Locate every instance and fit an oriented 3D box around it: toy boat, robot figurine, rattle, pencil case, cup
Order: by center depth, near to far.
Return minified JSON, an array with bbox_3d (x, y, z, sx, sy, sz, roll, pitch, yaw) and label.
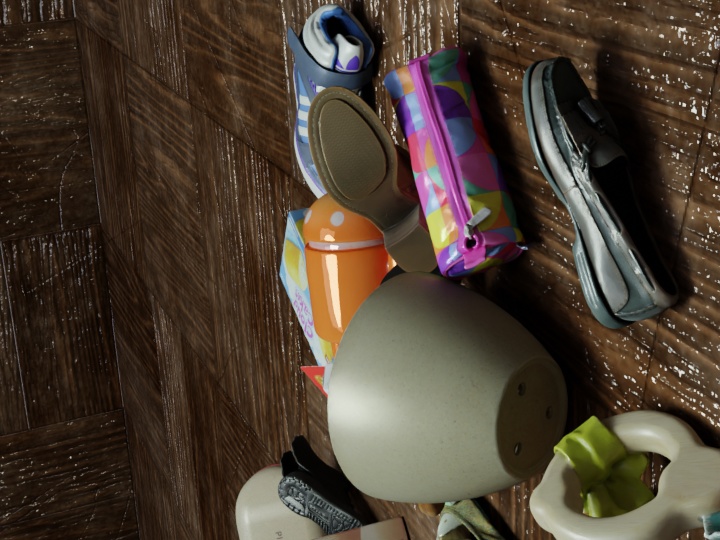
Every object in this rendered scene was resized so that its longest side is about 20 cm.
[{"bbox_3d":[0.226,0.185,0.881,0.198,0.130,0.145,2,115,42],"label":"rattle"},{"bbox_3d":[0.089,0.110,1.068,0.142,0.199,0.204,10,111,44],"label":"cup"},{"bbox_3d":[0.082,-0.092,1.098,0.088,0.087,0.203,128,127,-64],"label":"pencil case"},{"bbox_3d":[-0.001,0.000,1.317,0.144,0.115,0.203,-86,-10,-77],"label":"robot figurine"},{"bbox_3d":[-0.099,0.373,1.797,0.131,0.128,0.203,-4,-97,-81],"label":"toy boat"}]

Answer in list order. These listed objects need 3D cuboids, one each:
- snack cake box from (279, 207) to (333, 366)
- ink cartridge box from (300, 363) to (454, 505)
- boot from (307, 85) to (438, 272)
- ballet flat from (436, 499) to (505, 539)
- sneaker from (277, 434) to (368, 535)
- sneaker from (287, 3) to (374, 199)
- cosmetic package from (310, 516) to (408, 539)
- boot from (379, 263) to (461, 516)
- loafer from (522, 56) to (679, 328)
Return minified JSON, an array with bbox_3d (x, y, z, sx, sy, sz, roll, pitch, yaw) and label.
[{"bbox_3d":[-0.029,0.035,1.479,0.116,0.066,0.201,104,149,-47],"label":"snack cake box"},{"bbox_3d":[0.013,0.169,1.332,0.161,0.050,0.199,50,155,-14],"label":"ink cartridge box"},{"bbox_3d":[0.015,-0.105,1.172,0.200,0.076,0.156,50,-163,-23],"label":"boot"},{"bbox_3d":[0.111,0.275,1.229,0.200,0.070,0.072,-140,43,-60],"label":"ballet flat"},{"bbox_3d":[-0.034,0.299,1.628,0.199,0.104,0.060,39,108,13],"label":"sneaker"},{"bbox_3d":[-0.024,-0.180,1.336,0.147,0.079,0.203,125,136,-68],"label":"sneaker"},{"bbox_3d":[-0.039,0.364,1.481,0.087,0.197,0.105,130,125,-66],"label":"cosmetic package"},{"bbox_3d":[0.077,0.099,1.199,0.068,0.189,0.202,-5,128,33],"label":"boot"},{"bbox_3d":[0.177,-0.062,0.904,0.063,0.071,0.203,-19,89,49],"label":"loafer"}]
